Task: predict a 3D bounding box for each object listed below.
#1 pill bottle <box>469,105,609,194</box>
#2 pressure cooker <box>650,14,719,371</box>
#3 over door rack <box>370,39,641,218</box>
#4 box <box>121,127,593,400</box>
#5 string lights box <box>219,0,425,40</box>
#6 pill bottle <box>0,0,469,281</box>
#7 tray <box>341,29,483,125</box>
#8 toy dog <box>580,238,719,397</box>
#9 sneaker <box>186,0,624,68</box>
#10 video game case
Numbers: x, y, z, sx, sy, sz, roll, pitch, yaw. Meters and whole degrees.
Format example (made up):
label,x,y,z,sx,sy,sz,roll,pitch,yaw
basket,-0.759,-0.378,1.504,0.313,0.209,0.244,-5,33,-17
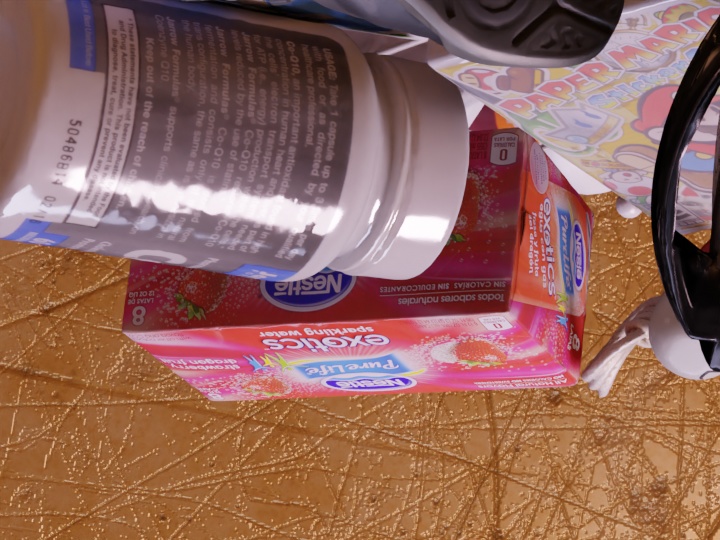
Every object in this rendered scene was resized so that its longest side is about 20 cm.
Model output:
label,x,y,z,sx,sy,sz,roll,pitch,yaw
pill bottle,0.093,-0.101,1.566,0.200,0.114,0.114,10,-178,39
pressure cooker,0.204,-0.036,1.048,0.200,0.176,0.179,4,175,-8
over door rack,0.082,-0.077,1.385,0.200,0.067,0.148,-9,153,16
box,0.000,0.000,1.399,0.200,0.096,0.100,-3,157,23
string lights box,-0.065,-0.145,1.250,0.103,0.059,0.200,12,-177,38
pill bottle,-0.063,-0.056,1.240,0.200,0.114,0.114,9,-179,-26
tray,0.012,-0.094,1.466,0.107,0.022,0.200,16,152,-8
toy dog,0.203,0.004,1.369,0.096,0.200,0.132,41,152,1
sneaker,-0.005,-0.124,1.078,0.199,0.076,0.114,12,-178,-20
video game case,0.159,-0.074,1.217,0.200,0.023,0.182,-12,149,41
